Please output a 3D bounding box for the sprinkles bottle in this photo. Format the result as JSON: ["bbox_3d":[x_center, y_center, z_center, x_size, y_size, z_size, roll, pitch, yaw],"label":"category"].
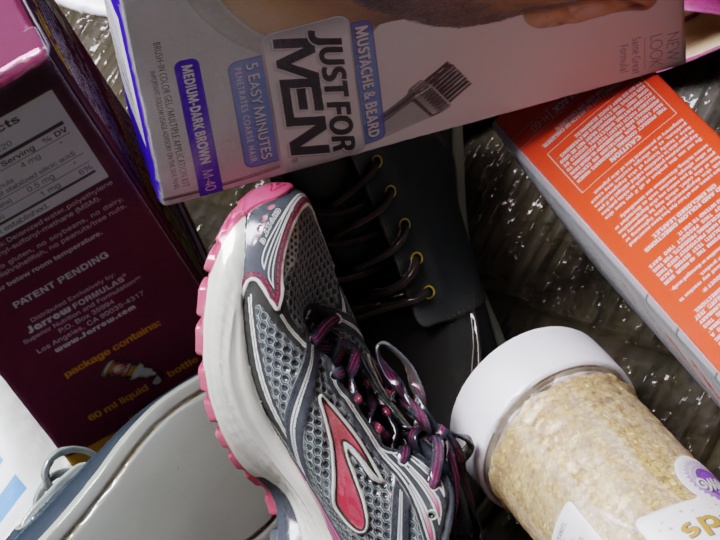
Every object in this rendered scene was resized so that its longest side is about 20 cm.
[{"bbox_3d":[0.107,0.101,0.989,0.068,0.068,0.200,-41,46,1],"label":"sprinkles bottle"}]

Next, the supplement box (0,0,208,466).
[{"bbox_3d":[-0.126,-0.034,1.056,0.085,0.200,0.111,-29,49,1],"label":"supplement box"}]

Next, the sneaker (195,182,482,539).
[{"bbox_3d":[0.001,0.061,1.023,0.074,0.201,0.081,-13,14,28],"label":"sneaker"}]

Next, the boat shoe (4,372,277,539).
[{"bbox_3d":[-0.089,0.102,1.055,0.200,0.075,0.062,-49,22,-25],"label":"boat shoe"}]

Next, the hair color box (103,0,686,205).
[{"bbox_3d":[0.011,-0.103,0.991,0.199,0.110,0.065,-17,48,-7],"label":"hair color box"}]

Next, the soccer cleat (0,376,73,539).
[{"bbox_3d":[-0.136,0.082,1.143,0.086,0.070,0.201,-14,56,12],"label":"soccer cleat"}]

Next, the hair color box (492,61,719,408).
[{"bbox_3d":[0.135,0.009,1.014,0.061,0.102,0.200,-39,46,1],"label":"hair color box"}]

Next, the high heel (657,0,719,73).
[{"bbox_3d":[0.060,-0.081,1.156,0.199,0.068,0.096,-23,36,0],"label":"high heel"}]

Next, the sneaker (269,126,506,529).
[{"bbox_3d":[0.000,0.000,1.081,0.074,0.106,0.201,-17,70,21],"label":"sneaker"}]

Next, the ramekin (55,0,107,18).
[{"bbox_3d":[-0.075,-0.195,1.191,0.199,0.098,0.202,-1,84,12],"label":"ramekin"}]
